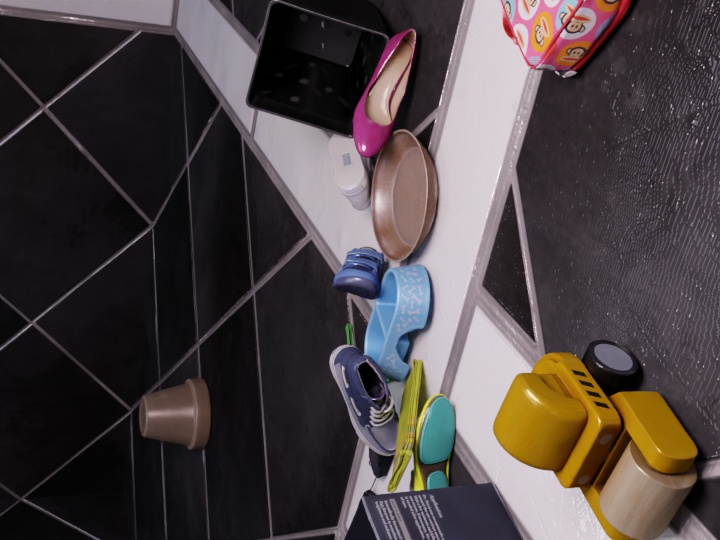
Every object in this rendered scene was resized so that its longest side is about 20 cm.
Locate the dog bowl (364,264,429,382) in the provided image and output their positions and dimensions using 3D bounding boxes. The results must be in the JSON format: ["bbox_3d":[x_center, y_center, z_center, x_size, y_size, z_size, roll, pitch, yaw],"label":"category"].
[{"bbox_3d":[0.052,0.081,1.457,0.112,0.049,0.202,-107,28,-52],"label":"dog bowl"}]

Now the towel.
[{"bbox_3d":[0.064,0.223,1.380,0.201,0.018,0.087,-77,6,-54],"label":"towel"}]

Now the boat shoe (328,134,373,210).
[{"bbox_3d":[-0.007,-0.178,1.604,0.201,0.071,0.069,-104,-9,-51],"label":"boat shoe"}]

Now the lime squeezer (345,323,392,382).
[{"bbox_3d":[0.004,0.169,1.618,0.071,0.038,0.200,-52,31,6],"label":"lime squeezer"}]

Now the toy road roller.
[{"bbox_3d":[0.225,0.171,0.954,0.201,0.144,0.124,-117,36,-47],"label":"toy road roller"}]

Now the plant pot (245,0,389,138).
[{"bbox_3d":[-0.068,-0.377,1.597,0.178,0.197,0.201,-85,13,-50],"label":"plant pot"}]

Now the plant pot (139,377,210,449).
[{"bbox_3d":[-0.525,0.402,2.643,0.200,0.172,0.203,-178,90,-67],"label":"plant pot"}]

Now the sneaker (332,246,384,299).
[{"bbox_3d":[0.000,0.000,1.516,0.200,0.073,0.083,-144,73,-88],"label":"sneaker"}]

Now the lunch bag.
[{"bbox_3d":[0.216,-0.329,1.074,0.177,0.081,0.202,125,139,-53],"label":"lunch bag"}]

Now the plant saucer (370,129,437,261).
[{"bbox_3d":[0.071,-0.115,1.457,0.200,0.036,0.203,180,90,-67],"label":"plant saucer"}]

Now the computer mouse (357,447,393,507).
[{"bbox_3d":[0.017,0.339,1.568,0.059,0.034,0.202,-124,41,-51],"label":"computer mouse"}]

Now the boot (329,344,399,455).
[{"bbox_3d":[0.021,0.209,1.433,0.201,0.072,0.090,60,164,-19],"label":"boot"}]

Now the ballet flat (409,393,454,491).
[{"bbox_3d":[0.095,0.276,1.346,0.067,0.066,0.203,0,91,57],"label":"ballet flat"}]

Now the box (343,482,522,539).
[{"bbox_3d":[0.079,0.388,1.216,0.118,0.198,0.198,-116,36,-44],"label":"box"}]

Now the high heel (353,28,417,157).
[{"bbox_3d":[0.038,-0.274,1.444,0.096,0.067,0.202,131,154,-68],"label":"high heel"}]
